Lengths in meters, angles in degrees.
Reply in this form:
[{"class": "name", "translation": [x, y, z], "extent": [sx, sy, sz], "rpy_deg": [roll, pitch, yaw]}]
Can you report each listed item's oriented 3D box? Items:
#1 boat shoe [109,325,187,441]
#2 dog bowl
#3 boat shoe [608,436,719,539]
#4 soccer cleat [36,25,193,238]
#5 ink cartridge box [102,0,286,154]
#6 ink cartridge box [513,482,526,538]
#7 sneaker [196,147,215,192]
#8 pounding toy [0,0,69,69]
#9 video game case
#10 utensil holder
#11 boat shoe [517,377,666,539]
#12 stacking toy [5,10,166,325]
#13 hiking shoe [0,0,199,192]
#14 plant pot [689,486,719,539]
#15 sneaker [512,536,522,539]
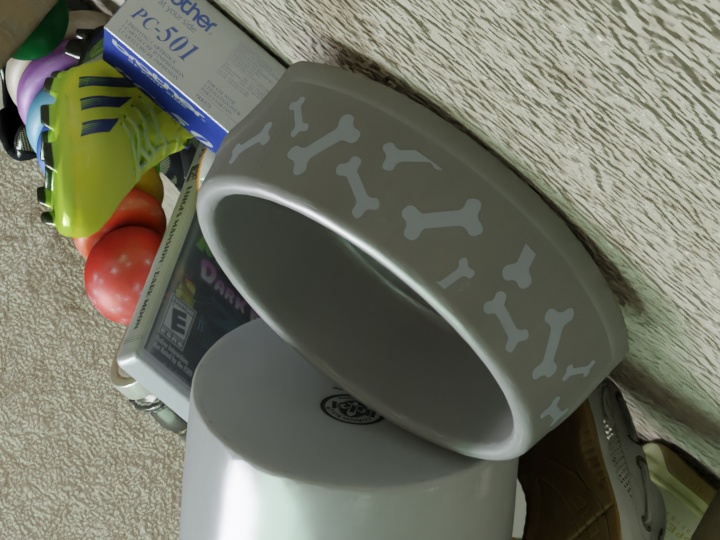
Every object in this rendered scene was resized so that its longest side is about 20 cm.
[{"class": "boat shoe", "translation": [-0.081, 0.012, 1.231], "extent": [0.072, 0.202, 0.060], "rpy_deg": [-22, 121, 37]}, {"class": "dog bowl", "translation": [0.015, 0.003, 0.898], "extent": [0.199, 0.059, 0.200], "rpy_deg": [33, 160, 14]}, {"class": "boat shoe", "translation": [0.161, 0.141, 1.224], "extent": [0.073, 0.063, 0.201], "rpy_deg": [39, 174, -1]}, {"class": "soccer cleat", "translation": [-0.117, -0.075, 1.082], "extent": [0.083, 0.065, 0.201], "rpy_deg": [8, -154, -3]}, {"class": "ink cartridge box", "translation": [-0.035, -0.060, 1.027], "extent": [0.200, 0.044, 0.094], "rpy_deg": [41, 173, -4]}, {"class": "ink cartridge box", "translation": [0.059, 0.165, 1.382], "extent": [0.146, 0.200, 0.083], "rpy_deg": [41, 174, -24]}, {"class": "sneaker", "translation": [0.000, 0.000, 1.152], "extent": [0.200, 0.076, 0.092], "rpy_deg": [40, 168, -29]}, {"class": "pounding toy", "translation": [-0.235, -0.149, 1.141], "extent": [0.200, 0.142, 0.184], "rpy_deg": [41, 175, -12]}, {"class": "video game case", "translation": [-0.037, 0.033, 1.199], "extent": [0.023, 0.183, 0.200], "rpy_deg": [-18, 131, 39]}, {"class": "utensil holder", "translation": [-0.009, 0.142, 1.033], "extent": [0.170, 0.169, 0.201], "rpy_deg": [35, 132, 40]}, {"class": "boat shoe", "translation": [0.119, 0.123, 1.028], "extent": [0.069, 0.071, 0.201], "rpy_deg": [27, -136, -32]}, {"class": "stacking toy", "translation": [-0.146, -0.054, 1.213], "extent": [0.085, 0.085, 0.201], "rpy_deg": [45, -161, -48]}, {"class": "hiking shoe", "translation": [-0.179, -0.102, 1.346], "extent": [0.200, 0.101, 0.076], "rpy_deg": [44, 176, -29]}, {"class": "plant pot", "translation": [0.190, 0.225, 0.996], "extent": [0.187, 0.200, 0.187], "rpy_deg": [38, 175, 4]}, {"class": "sneaker", "translation": [0.070, 0.184, 1.231], "extent": [0.198, 0.076, 0.090], "rpy_deg": [8, 164, 25]}]
